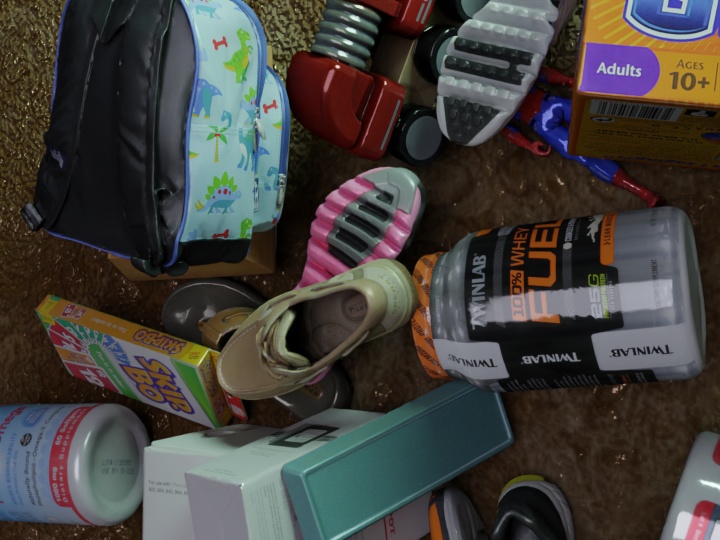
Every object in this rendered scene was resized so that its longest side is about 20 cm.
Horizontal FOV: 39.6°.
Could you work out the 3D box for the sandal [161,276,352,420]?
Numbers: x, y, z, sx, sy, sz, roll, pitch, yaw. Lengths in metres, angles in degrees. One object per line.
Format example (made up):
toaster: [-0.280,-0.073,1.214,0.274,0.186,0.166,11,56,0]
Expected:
sandal: [-0.098,0.071,0.875,0.199,0.054,0.082,35,102,20]

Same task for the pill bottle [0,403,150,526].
pill bottle: [-0.304,0.179,0.934,0.198,0.109,0.110,-4,87,23]

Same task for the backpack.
backpack: [-0.146,-0.116,0.755,0.182,0.146,0.202,17,107,34]

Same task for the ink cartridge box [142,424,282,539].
ink cartridge box: [-0.105,0.237,0.823,0.083,0.145,0.202,0,89,27]

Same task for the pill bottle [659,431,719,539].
pill bottle: [0.304,0.196,0.660,0.198,0.119,0.121,19,96,23]

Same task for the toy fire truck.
toy fire truck: [-0.005,-0.182,0.742,0.128,0.199,0.178,33,103,53]

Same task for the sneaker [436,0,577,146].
sneaker: [0.122,-0.181,0.745,0.075,0.081,0.202,26,90,26]

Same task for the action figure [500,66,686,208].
action figure: [0.154,-0.117,0.775,0.199,0.052,0.066,33,104,24]

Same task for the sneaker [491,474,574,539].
sneaker: [0.140,0.259,0.750,0.074,0.084,0.202,-24,79,22]

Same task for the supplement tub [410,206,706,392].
supplement tub: [0.144,0.025,0.733,0.198,0.122,0.124,-8,86,23]

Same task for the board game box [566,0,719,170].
board game box: [0.242,-0.177,0.626,0.198,0.200,0.202,7,88,10]

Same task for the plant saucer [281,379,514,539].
plant saucer: [0.037,0.138,0.746,0.019,0.199,0.071,-10,100,57]

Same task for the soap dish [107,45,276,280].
soap dish: [-0.153,-0.095,0.889,0.156,0.081,0.202,-2,87,24]

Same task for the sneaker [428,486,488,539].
sneaker: [0.053,0.278,0.792,0.111,0.077,0.202,-12,84,22]

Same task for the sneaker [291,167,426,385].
sneaker: [0.000,0.000,0.808,0.079,0.095,0.201,44,119,22]

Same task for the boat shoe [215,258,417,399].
boat shoe: [-0.050,0.048,0.753,0.199,0.064,0.072,-32,82,35]

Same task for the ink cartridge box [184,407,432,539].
ink cartridge box: [-0.032,0.181,0.773,0.066,0.199,0.117,-2,99,42]

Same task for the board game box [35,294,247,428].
board game box: [-0.197,0.085,0.904,0.198,0.096,0.030,13,50,22]
